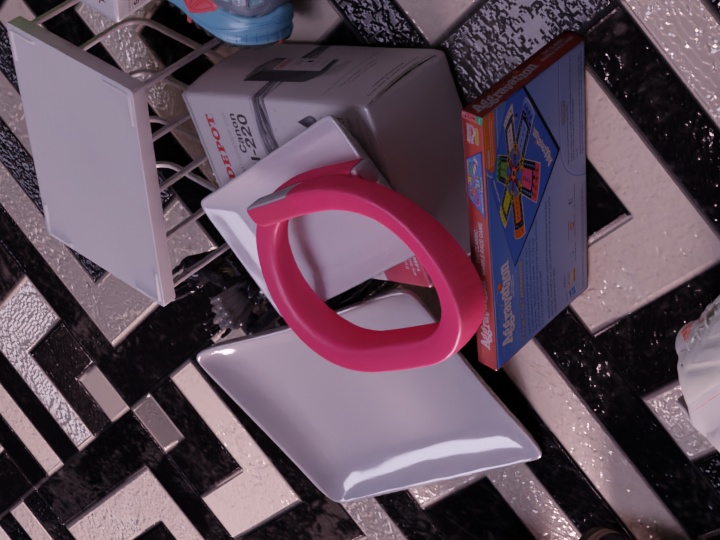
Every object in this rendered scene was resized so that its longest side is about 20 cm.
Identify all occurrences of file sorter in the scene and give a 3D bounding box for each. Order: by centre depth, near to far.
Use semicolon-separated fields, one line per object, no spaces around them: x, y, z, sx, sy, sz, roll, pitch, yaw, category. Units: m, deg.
-0.165;-0.108;1.434;0.138;0.124;0.201;29;141;32;file sorter

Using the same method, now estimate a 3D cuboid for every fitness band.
0.000;0.000;1.233;0.199;0.037;0.144;-10;118;54;fitness band

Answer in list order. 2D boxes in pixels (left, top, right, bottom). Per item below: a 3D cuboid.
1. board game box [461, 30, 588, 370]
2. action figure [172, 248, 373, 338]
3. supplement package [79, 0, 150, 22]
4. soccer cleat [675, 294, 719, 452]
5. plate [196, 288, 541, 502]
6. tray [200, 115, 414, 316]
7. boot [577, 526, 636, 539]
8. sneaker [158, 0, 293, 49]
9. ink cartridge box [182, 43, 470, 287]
0.107;-0.041;1.190;0.019;0.103;0.201;25;139;33;board game box
-0.062;0.033;1.467;0.199;0.102;0.119;4;138;49;action figure
-0.151;-0.295;1.169;0.191;0.200;0.148;31;142;27;supplement package
0.229;0.041;1.157;0.077;0.069;0.201;33;146;30;soccer cleat
0.009;0.092;1.417;0.199;0.032;0.200;-17;130;31;plate
-0.032;-0.036;1.283;0.108;0.022;0.200;53;147;-7;tray
0.246;0.277;1.361;0.150;0.073;0.201;-8;110;53;boot
-0.121;-0.239;1.320;0.199;0.079;0.096;29;128;20;sneaker
-0.016;-0.078;1.321;0.199;0.085;0.147;10;129;48;ink cartridge box
